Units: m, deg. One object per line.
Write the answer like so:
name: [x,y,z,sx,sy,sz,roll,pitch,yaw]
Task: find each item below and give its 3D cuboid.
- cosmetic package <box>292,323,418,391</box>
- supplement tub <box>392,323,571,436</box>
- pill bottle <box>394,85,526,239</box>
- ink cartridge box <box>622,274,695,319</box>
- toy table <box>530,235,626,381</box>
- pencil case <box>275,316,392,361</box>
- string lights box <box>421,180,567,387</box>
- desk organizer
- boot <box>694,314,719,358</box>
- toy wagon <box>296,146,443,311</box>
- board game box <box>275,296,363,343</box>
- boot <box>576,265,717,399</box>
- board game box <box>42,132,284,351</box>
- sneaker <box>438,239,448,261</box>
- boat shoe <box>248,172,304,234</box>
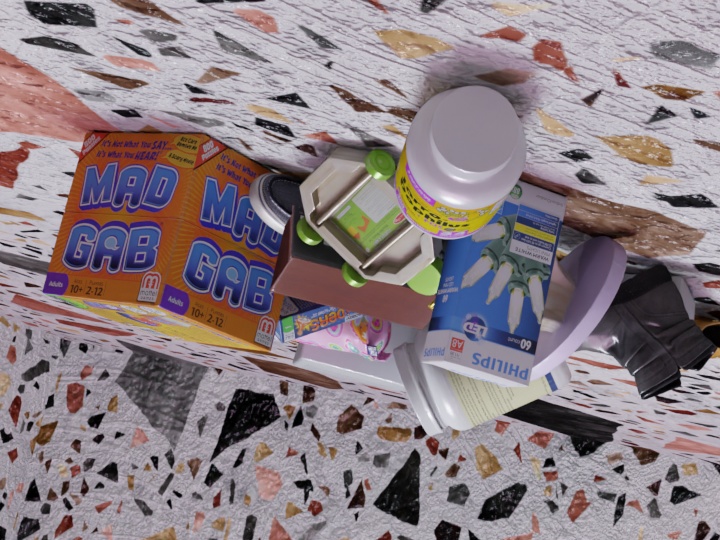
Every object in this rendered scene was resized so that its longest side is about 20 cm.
cosmetic package: [0.007,0.070,1.985,0.165,0.169,0.200,15,172,-4]
supplement tub: [0.155,0.117,1.814,0.198,0.146,0.145,-24,163,6]
pill bottle: [0.087,-0.096,1.232,0.103,0.105,0.200,13,169,0]
ink cartridge box: [0.305,0.050,1.747,0.198,0.069,0.115,3,163,22]
toy table: [0.189,0.023,1.582,0.116,0.201,0.184,27,-161,-20]
pencil case: [-0.054,0.065,1.828,0.198,0.088,0.087,10,169,23]
string lights box: [0.138,0.009,1.448,0.102,0.202,0.059,17,169,-21]
desk organizer: [0.000,0.000,1.616,0.198,0.072,0.077,15,142,-19]
boot: [0.400,0.079,1.821,0.199,0.072,0.144,5,176,-14]
toy wagon: [0.025,-0.039,1.499,0.200,0.040,0.155,43,137,-7]
board game box: [-0.080,0.014,1.798,0.134,0.035,0.200,-17,-149,-19]
boot: [0.300,0.094,1.638,0.199,0.133,0.070,-30,164,14]
board game box: [-0.215,-0.033,1.670,0.198,0.202,0.199,5,166,38]
sneaker: [0.067,-0.063,1.542,0.199,0.091,0.066,29,-153,14]
boat shoe: [-0.027,-0.071,1.638,0.199,0.075,0.092,23,148,-35]
